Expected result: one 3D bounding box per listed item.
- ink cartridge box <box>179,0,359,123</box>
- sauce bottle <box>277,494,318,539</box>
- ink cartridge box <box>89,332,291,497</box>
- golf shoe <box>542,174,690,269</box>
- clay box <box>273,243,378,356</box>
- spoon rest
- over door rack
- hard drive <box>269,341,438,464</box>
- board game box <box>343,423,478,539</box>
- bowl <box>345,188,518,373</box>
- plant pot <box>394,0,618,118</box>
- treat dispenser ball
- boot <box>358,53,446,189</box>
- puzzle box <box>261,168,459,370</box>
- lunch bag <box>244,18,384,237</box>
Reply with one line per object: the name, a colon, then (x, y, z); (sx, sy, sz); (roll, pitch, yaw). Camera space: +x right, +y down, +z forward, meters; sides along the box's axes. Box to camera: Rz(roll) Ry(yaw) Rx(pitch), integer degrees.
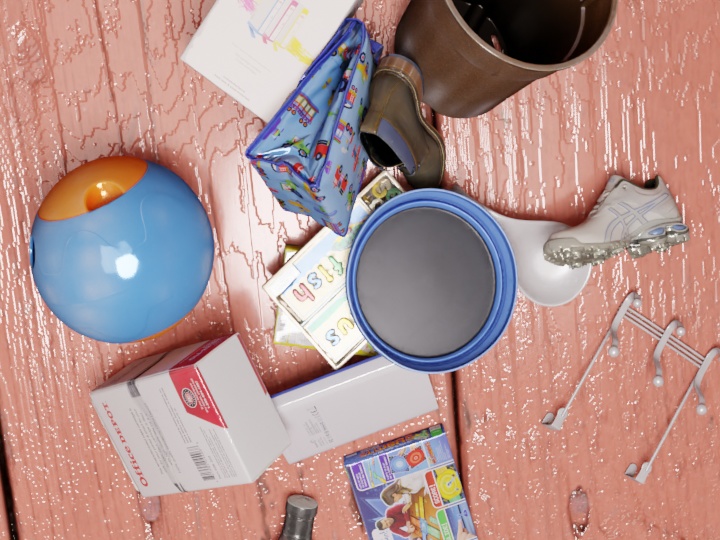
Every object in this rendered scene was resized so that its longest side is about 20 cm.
ink cartridge box: (-0.085, -0.276, 1.112); (0.124, 0.129, 0.202); (34, 96, -6)
sauce bottle: (-0.087, 0.381, 1.265); (0.065, 0.066, 0.204); (11, 98, -5)
ink cartridge box: (-0.196, 0.168, 1.160); (0.198, 0.084, 0.146); (-16, 104, 39)
golf shoe: (0.289, -0.059, 1.192); (0.197, 0.078, 0.099); (-10, 80, -27)
clay box: (-0.001, 0.040, 1.216); (0.196, 0.048, 0.117); (8, 97, -6)
spoon rest: (0.187, -0.032, 1.207); (0.198, 0.061, 0.100); (30, 95, -7)
over door rack: (0.340, 0.151, 1.247); (0.146, 0.067, 0.202); (32, 97, -8)
hard drive: (-0.012, 0.160, 1.210); (0.197, 0.026, 0.133); (-21, 142, 0)
board game box: (0.070, 0.309, 1.275); (0.133, 0.034, 0.204); (-17, 101, 1)
bowl: (0.078, 0.012, 1.138); (0.196, 0.039, 0.205); (1, 87, -11)
plant pot: (0.133, -0.265, 1.071); (0.196, 0.198, 0.205); (5, 75, -18)
treat dispenser ball: (-0.258, -0.022, 1.111); (0.196, 0.201, 0.205); (-1, 101, -3)
boot: (0.040, -0.130, 1.122); (0.073, 0.201, 0.098); (9, 57, 26)
puzzle box: (0.000, 0.000, 1.174); (0.200, 0.025, 0.133); (-44, 97, 1)
lunch bag: (-0.023, -0.164, 1.103); (0.093, 0.151, 0.202); (24, 78, 17)
